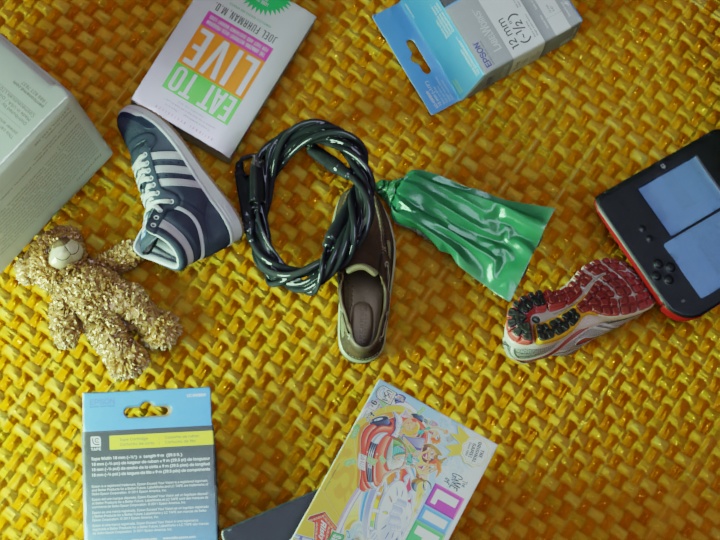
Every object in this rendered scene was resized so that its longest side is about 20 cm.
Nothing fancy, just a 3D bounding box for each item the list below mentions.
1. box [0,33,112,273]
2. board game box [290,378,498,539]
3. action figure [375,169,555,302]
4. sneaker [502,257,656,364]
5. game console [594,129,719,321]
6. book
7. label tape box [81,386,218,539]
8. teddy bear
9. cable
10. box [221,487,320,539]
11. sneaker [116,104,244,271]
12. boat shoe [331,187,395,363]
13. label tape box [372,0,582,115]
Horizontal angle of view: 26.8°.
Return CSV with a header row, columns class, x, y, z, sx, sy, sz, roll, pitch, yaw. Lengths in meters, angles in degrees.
class,x,y,z,sx,sy,sz,roll,pitch,yaw
box,-0.418,-0.144,1.638,0.199,0.171,0.200,39,79,17
board game box,0.028,0.226,1.473,0.134,0.034,0.200,29,79,1
action figure,0.106,-0.058,1.721,0.200,0.055,0.118,26,81,10
sneaker,0.243,0.047,1.704,0.200,0.082,0.078,-17,60,-20
game console,0.387,-0.052,1.725,0.200,0.031,0.177,-28,82,-20
book,-0.158,-0.241,1.752,0.133,0.048,0.200,30,78,-1
label tape box,-0.227,0.232,1.646,0.144,0.063,0.200,-2,79,-3
teddy bear,-0.290,0.029,1.680,0.145,0.067,0.200,-27,82,-9
cable,-0.057,-0.068,1.696,0.163,0.051,0.200,-17,68,13
box,-0.030,0.289,1.576,0.200,0.198,0.123,-22,82,-7
sneaker,-0.230,-0.089,1.687,0.108,0.070,0.200,-37,83,-30
boat shoe,0.006,0.000,1.694,0.075,0.075,0.203,-4,79,-3
label tape box,0.135,-0.293,1.761,0.200,0.066,0.143,-29,82,-9
